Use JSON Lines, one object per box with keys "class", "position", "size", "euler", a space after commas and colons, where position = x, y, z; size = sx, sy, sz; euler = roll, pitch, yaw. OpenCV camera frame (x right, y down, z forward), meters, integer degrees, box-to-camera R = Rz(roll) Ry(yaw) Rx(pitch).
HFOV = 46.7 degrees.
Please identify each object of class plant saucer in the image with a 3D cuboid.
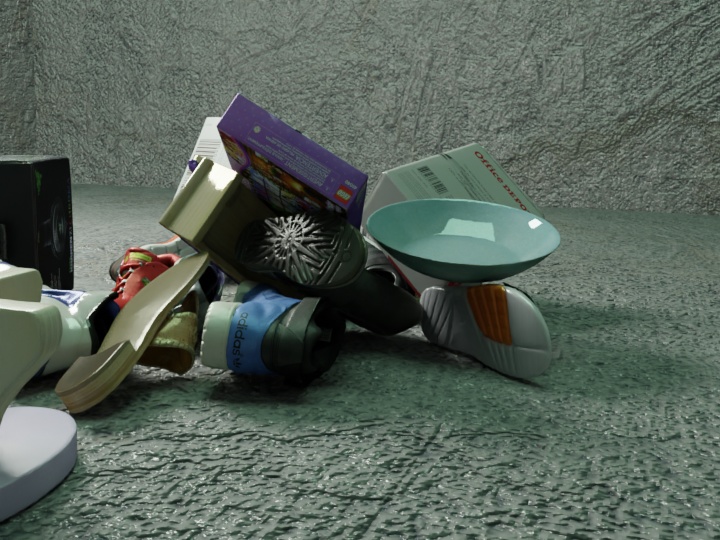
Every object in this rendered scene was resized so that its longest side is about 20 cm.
{"class": "plant saucer", "position": [0.103, -0.026, 0.850], "size": [0.196, 0.040, 0.202], "euler": [3, 22, -1]}

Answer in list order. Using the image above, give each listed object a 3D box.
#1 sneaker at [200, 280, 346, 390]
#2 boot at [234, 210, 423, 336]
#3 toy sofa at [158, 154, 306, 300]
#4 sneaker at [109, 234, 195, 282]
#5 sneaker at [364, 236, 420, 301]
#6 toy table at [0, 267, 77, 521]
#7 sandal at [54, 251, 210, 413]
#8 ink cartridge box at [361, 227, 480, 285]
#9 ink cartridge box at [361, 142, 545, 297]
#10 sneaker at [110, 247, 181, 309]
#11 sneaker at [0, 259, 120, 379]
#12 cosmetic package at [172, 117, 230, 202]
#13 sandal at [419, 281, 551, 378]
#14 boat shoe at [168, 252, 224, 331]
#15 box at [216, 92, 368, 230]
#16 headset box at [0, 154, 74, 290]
{"class": "sneaker", "position": [-0.067, 0.055, 0.746], "size": [0.109, 0.079, 0.200], "euler": [9, 1, 2]}
{"class": "boot", "position": [-0.005, 0.016, 0.806], "size": [0.180, 0.074, 0.199], "euler": [15, -17, 49]}
{"class": "toy sofa", "position": [-0.117, -0.027, 0.873], "size": [0.097, 0.084, 0.200], "euler": [26, -12, 44]}
{"class": "sneaker", "position": [-0.270, -0.018, 1.177], "size": [0.080, 0.079, 0.199], "euler": [-1, 5, 33]}
{"class": "sneaker", "position": [0.000, 0.000, 1.026], "size": [0.197, 0.073, 0.082], "euler": [19, 14, 36]}
{"class": "toy table", "position": [-0.246, 0.071, 0.474], "size": [0.179, 0.120, 0.200], "euler": [2, 10, 7]}
{"class": "sandal", "position": [-0.175, 0.067, 0.710], "size": [0.076, 0.071, 0.213], "euler": [-18, 22, 26]}
{"class": "ink cartridge box", "position": [0.057, -0.023, 1.166], "size": [0.144, 0.085, 0.199], "euler": [-4, 11, -34]}
{"class": "ink cartridge box", "position": [0.114, -0.062, 1.020], "size": [0.198, 0.083, 0.147], "euler": [-22, 66, -45]}
{"class": "sneaker", "position": [-0.247, 0.020, 0.892], "size": [0.075, 0.087, 0.200], "euler": [2, 8, 12]}
{"class": "sneaker", "position": [-0.281, 0.050, 0.759], "size": [0.113, 0.082, 0.198], "euler": [0, 15, -34]}
{"class": "cosmetic package", "position": [-0.151, -0.114, 1.277], "size": [0.163, 0.168, 0.198], "euler": [11, -12, 47]}
{"class": "sandal", "position": [0.128, 0.046, 0.809], "size": [0.058, 0.081, 0.206], "euler": [-6, 9, -26]}
{"class": "boat shoe", "position": [-0.169, 0.019, 0.904], "size": [0.061, 0.074, 0.200], "euler": [-28, 12, 11]}
{"class": "box", "position": [-0.062, -0.082, 0.803], "size": [0.135, 0.039, 0.200], "euler": [33, -11, 5]}
{"class": "headset box", "position": [-0.408, -0.046, 0.989], "size": [0.091, 0.178, 0.200], "euler": [0, 8, -7]}
